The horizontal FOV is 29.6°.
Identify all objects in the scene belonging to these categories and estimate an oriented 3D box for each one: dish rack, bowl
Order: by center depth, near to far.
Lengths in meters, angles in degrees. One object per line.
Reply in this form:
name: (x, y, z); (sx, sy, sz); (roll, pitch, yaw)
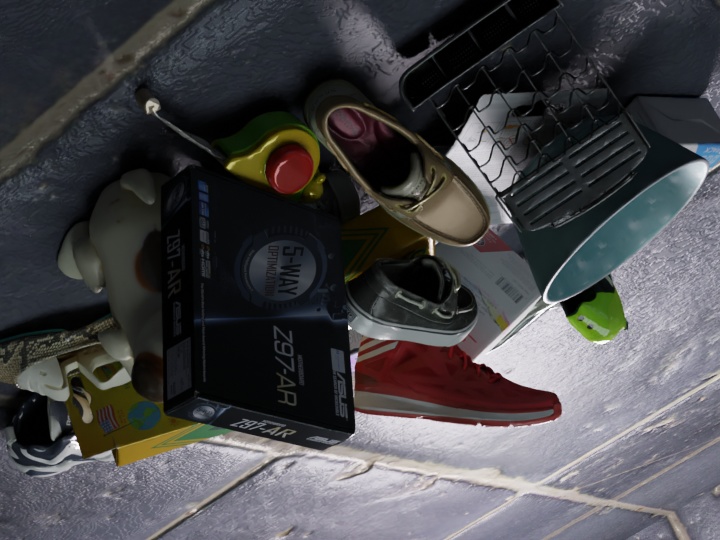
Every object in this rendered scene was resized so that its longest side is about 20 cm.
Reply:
dish rack: (0.147, -0.131, 1.164); (0.153, 0.200, 0.055); (-34, -166, 16)
bowl: (0.222, -0.073, 1.300); (0.201, 0.105, 0.201); (-33, 161, -13)

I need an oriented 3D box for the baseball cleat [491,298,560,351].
baseball cleat: (0.189, 0.048, 1.632); (0.200, 0.070, 0.106); (-30, 163, 23)

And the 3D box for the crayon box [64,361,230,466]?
crayon box: (-0.198, 0.114, 1.366); (0.200, 0.127, 0.051); (-15, 153, -17)

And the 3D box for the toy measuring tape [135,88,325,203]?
toy measuring tape: (-0.092, -0.113, 1.112); (0.074, 0.074, 0.200); (-35, 137, 21)

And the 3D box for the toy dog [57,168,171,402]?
toy dog: (-0.153, 0.026, 1.153); (0.139, 0.200, 0.194); (-11, 151, -28)

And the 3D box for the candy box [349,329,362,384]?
candy box: (-0.044, 0.104, 1.507); (0.200, 0.072, 0.168); (-23, 156, 20)

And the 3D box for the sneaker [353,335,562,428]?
sneaker: (0.092, 0.085, 1.281); (0.199, 0.116, 0.078); (4, 177, 3)

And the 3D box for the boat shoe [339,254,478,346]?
boat shoe: (0.059, 0.023, 1.206); (0.064, 0.071, 0.200); (-47, 156, 23)

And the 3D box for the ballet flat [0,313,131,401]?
ballet flat: (-0.266, 0.083, 1.305); (0.200, 0.075, 0.068); (-16, 154, -17)

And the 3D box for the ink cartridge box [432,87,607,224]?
ink cartridge box: (0.126, -0.117, 1.317); (0.162, 0.050, 0.200); (-7, 144, -32)

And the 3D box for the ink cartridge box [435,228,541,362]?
ink cartridge box: (0.091, 0.042, 1.411); (0.200, 0.116, 0.068); (-38, 168, -41)

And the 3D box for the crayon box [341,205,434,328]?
crayon box: (0.000, 0.000, 1.268); (0.200, 0.051, 0.127); (-28, 158, -7)

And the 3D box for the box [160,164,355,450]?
box: (-0.082, 0.032, 1.086); (0.160, 0.200, 0.043); (20, 145, -38)

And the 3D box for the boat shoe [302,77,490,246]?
boat shoe: (0.034, -0.080, 1.150); (0.200, 0.066, 0.074); (35, 102, -19)

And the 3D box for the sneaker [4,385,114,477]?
sneaker: (-0.279, 0.151, 1.415); (0.199, 0.080, 0.130); (-12, 162, -3)

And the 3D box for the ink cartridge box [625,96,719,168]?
ink cartridge box: (0.289, -0.097, 1.463); (0.115, 0.068, 0.200); (-4, 148, -36)

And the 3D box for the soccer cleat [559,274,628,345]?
soccer cleat: (0.234, -0.003, 1.478); (0.081, 0.200, 0.068); (34, 116, -30)

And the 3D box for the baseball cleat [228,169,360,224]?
baseball cleat: (-0.065, -0.063, 1.236); (0.106, 0.070, 0.200); (-40, 159, 8)
